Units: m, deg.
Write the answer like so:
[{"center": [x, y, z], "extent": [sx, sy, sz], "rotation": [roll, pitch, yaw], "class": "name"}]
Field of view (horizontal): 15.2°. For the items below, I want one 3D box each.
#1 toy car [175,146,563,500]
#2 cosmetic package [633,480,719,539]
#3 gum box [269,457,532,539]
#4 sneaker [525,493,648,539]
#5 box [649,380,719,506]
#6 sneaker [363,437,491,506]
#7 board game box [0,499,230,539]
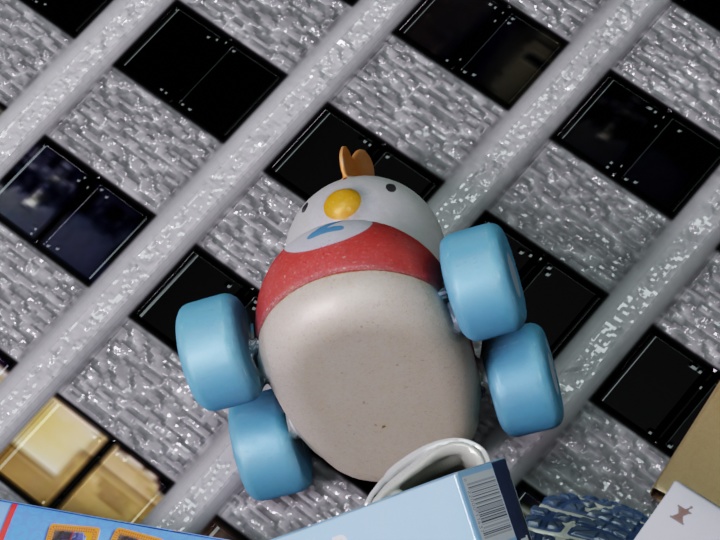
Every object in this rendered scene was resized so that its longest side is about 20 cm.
[{"center": [0.000, 0.000, 1.532], "extent": [0.184, 0.177, 0.200], "rotation": [-15, 49, 9], "class": "toy car"}, {"center": [0.177, 0.197, 1.387], "extent": [0.101, 0.200, 0.074], "rotation": [31, 69, 19], "class": "cosmetic package"}, {"center": [0.016, 0.204, 1.365], "extent": [0.044, 0.200, 0.171], "rotation": [-12, 81, -48], "class": "gum box"}, {"center": [0.101, 0.190, 1.453], "extent": [0.077, 0.085, 0.200], "rotation": [27, 34, 21], "class": "sneaker"}, {"center": [0.284, 0.087, 1.537], "extent": [0.163, 0.021, 0.200], "rotation": [29, 68, 17], "class": "box"}, {"center": [-0.001, 0.171, 1.462], "extent": [0.074, 0.116, 0.200], "rotation": [37, 73, 19], "class": "sneaker"}, {"center": [-0.157, 0.208, 1.479], "extent": [0.199, 0.037, 0.152], "rotation": [7, 63, 20], "class": "board game box"}]
